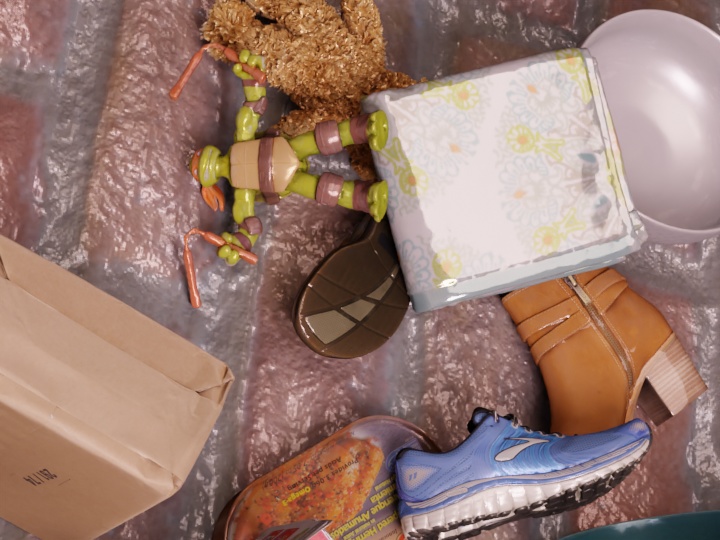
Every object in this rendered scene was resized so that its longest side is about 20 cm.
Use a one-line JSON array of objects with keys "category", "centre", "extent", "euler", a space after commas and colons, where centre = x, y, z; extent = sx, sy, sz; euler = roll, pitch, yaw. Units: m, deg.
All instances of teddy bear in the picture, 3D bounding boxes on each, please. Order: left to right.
[{"category": "teddy bear", "centre": [-0.028, -0.158, 1.712], "extent": [0.145, 0.067, 0.200], "euler": [-34, 89, -30]}]

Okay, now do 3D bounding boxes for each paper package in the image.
[{"category": "paper package", "centre": [-0.214, 0.083, 1.452], "extent": [0.190, 0.200, 0.104], "euler": [32, 61, -14]}]

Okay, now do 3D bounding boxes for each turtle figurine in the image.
[{"category": "turtle figurine", "centre": [-0.061, -0.068, 1.643], "extent": [0.161, 0.064, 0.200], "euler": [1, 80, 12]}]

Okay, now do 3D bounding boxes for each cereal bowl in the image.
[{"category": "cereal bowl", "centre": [0.238, -0.110, 1.821], "extent": [0.200, 0.083, 0.200], "euler": [9, 69, -25]}]

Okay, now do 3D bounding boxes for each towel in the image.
[{"category": "towel", "centre": [0.111, -0.071, 1.689], "extent": [0.200, 0.048, 0.172], "euler": [-15, 87, -19]}]

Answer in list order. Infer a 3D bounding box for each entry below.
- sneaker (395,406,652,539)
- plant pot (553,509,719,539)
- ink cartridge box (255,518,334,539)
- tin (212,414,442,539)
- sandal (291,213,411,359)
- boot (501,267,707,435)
[{"category": "sneaker", "centre": [0.118, 0.134, 1.617], "extent": [0.200, 0.079, 0.089], "euler": [-13, 71, -13]}, {"category": "plant pot", "centre": [0.240, 0.286, 1.625], "extent": [0.200, 0.200, 0.188], "euler": [-9, 91, -29]}, {"category": "ink cartridge box", "centre": [-0.090, 0.256, 1.446], "extent": [0.200, 0.176, 0.084], "euler": [-38, 92, -18]}, {"category": "tin", "centre": [-0.019, 0.184, 1.612], "extent": [0.200, 0.042, 0.112], "euler": [-28, 82, -31]}, {"category": "sandal", "centre": [0.000, 0.000, 1.681], "extent": [0.082, 0.055, 0.200], "euler": [49, 43, -19]}, {"category": "boot", "centre": [0.161, 0.080, 1.722], "extent": [0.200, 0.077, 0.155], "euler": [-35, 83, -22]}]
